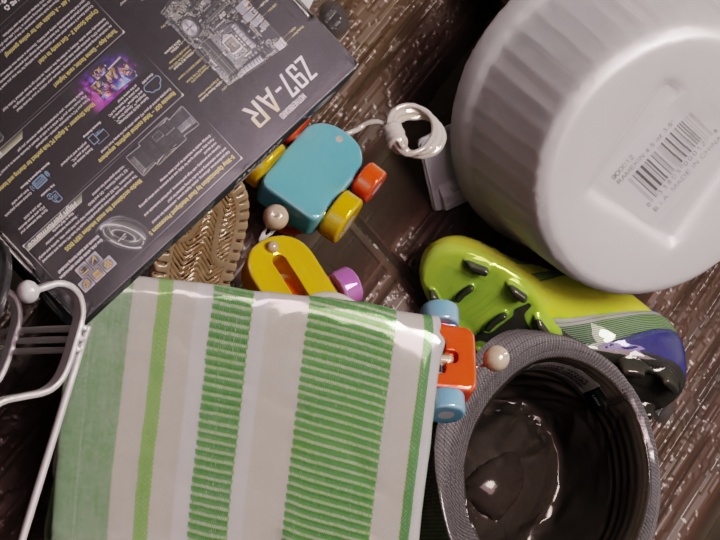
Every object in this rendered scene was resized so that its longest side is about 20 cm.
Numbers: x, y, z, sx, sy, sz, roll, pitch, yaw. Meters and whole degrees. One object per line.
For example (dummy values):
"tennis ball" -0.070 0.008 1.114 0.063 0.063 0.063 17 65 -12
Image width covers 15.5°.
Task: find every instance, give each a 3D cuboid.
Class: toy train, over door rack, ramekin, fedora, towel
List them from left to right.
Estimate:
"over door rack" -0.202 0.105 1.314 0.066 0.148 0.201 10 82 -33
"towel" -0.060 0.084 1.392 0.199 0.023 0.153 6 97 -10
"toy train" 0.000 0.000 1.517 0.150 0.056 0.201 2 60 -16
"fedora" 0.089 0.132 1.565 0.177 0.090 0.200 48 51 -19
"ramekin" 0.163 -0.083 1.589 0.200 0.098 0.201 -13 123 -21

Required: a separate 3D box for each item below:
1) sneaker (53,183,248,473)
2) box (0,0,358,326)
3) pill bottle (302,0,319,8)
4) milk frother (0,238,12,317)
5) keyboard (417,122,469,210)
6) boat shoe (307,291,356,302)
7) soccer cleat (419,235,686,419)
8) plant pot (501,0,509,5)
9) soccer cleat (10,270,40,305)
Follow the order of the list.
"sneaker" -0.135 0.022 1.448 0.071 0.112 0.201 15 101 -40
"box" -0.126 -0.094 1.351 0.200 0.044 0.160 -44 90 -11
"pill bottle" -0.092 -0.178 1.486 0.200 0.119 0.120 -20 92 -36
"milk frother" -0.303 0.030 1.256 0.188 0.180 0.201 35 56 -29
"keyboard" 0.128 -0.098 1.631 0.199 0.011 0.056 -25 124 -13
"boat shoe" -0.055 0.101 1.442 0.075 0.062 0.201 28 92 8
"soccer cleat" 0.117 0.025 1.639 0.200 0.065 0.084 27 36 -24
"plant pot" 0.165 -0.234 1.663 0.200 0.093 0.201 17 53 -24
"soccer cleat" -0.195 -0.082 1.427 0.077 0.069 0.201 -18 88 -39
